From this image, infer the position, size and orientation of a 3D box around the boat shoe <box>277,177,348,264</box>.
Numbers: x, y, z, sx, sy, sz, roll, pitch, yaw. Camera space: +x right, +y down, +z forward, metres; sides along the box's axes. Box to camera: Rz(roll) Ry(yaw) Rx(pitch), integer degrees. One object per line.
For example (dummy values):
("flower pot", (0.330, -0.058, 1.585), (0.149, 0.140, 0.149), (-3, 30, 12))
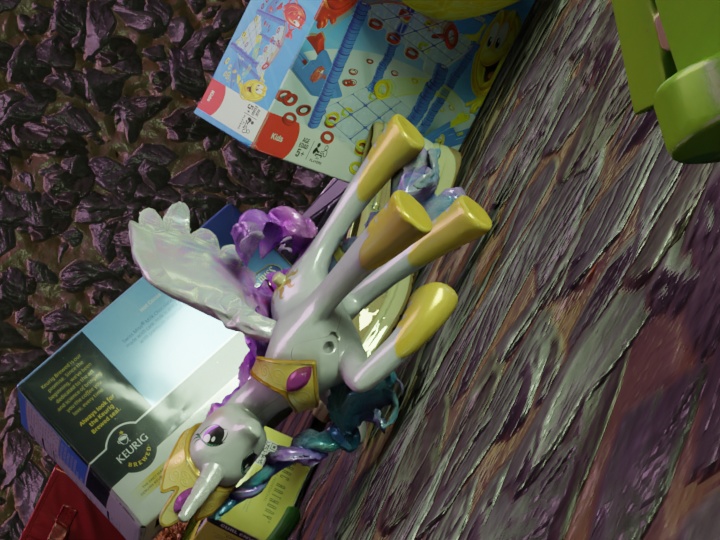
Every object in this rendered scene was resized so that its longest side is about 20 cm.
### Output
("boat shoe", (0.003, -0.043, 1.434), (0.200, 0.074, 0.067), (-50, 1, 7))

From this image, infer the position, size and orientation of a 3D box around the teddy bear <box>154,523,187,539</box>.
("teddy bear", (-0.181, 0.290, 1.649), (0.200, 0.067, 0.145), (125, 168, -72))

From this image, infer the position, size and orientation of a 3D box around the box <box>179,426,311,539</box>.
("box", (-0.084, 0.169, 1.252), (0.075, 0.050, 0.200), (-66, 4, -26))

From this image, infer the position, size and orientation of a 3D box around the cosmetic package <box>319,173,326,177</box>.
("cosmetic package", (0.034, -0.160, 1.419), (0.151, 0.052, 0.200), (-37, -6, -21))

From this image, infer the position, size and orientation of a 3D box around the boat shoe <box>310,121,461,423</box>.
("boat shoe", (0.000, 0.000, 1.141), (0.200, 0.063, 0.073), (-66, 5, -31))

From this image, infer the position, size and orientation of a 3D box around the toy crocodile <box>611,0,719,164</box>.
("toy crocodile", (0.096, -0.075, 0.367), (0.200, 0.062, 0.068), (130, 127, -67))

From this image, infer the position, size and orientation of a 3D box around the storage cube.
("storage cube", (-0.282, 0.308, 2.085), (0.171, 0.180, 0.200), (-63, 5, 7))

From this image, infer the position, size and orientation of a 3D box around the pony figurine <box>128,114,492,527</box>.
("pony figurine", (-0.028, 0.021, 0.923), (0.200, 0.166, 0.193), (-46, 17, 19))

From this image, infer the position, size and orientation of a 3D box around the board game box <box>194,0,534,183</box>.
("board game box", (0.016, -0.154, 1.198), (0.200, 0.056, 0.196), (15, -75, -53))

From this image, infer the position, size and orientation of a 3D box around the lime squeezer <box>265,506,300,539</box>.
("lime squeezer", (-0.073, 0.195, 1.017), (0.200, 0.038, 0.071), (-67, 5, -37))

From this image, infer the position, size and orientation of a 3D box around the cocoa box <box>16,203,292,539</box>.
("cocoa box", (-0.125, 0.076, 1.310), (0.200, 0.131, 0.133), (-42, -6, -17))

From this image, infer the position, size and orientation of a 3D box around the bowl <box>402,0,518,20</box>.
("bowl", (0.090, -0.248, 1.091), (0.108, 0.200, 0.200), (3, 57, 38))
